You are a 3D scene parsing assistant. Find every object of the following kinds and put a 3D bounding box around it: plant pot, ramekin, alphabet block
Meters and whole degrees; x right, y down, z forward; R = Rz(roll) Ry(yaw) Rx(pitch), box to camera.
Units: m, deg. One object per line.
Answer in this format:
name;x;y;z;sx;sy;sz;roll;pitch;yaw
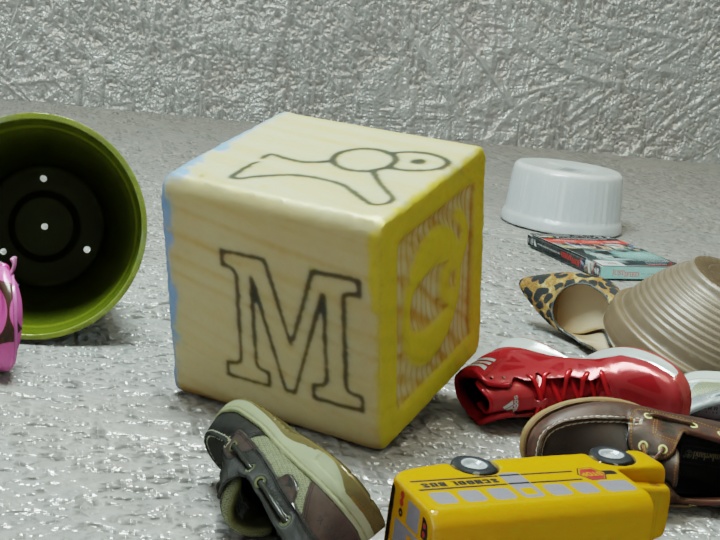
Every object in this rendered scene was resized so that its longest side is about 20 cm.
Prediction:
plant pot;-0.310;-0.043;1.237;0.198;0.203;0.193;4;1;-12
plant pot;0.338;0.051;1.211;0.199;0.093;0.201;18;24;-8
ramekin;0.332;-0.122;2.089;0.198;0.099;0.201;7;13;-2
alphabet block;-0.025;-0.001;1.055;0.198;0.198;0.195;13;30;27

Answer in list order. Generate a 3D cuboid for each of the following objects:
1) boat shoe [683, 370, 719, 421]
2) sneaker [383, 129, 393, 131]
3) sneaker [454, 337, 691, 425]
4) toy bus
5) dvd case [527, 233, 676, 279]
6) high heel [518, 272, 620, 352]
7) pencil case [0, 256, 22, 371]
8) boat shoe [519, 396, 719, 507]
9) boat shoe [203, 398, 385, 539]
boat shoe;0.361;0.124;1.081;0.200;0.075;0.065;5;18;9
sneaker;-0.004;-0.223;2.455;0.198;0.080;0.095;5;19;35
sneaker;0.165;0.110;1.069;0.199;0.079;0.115;2;15;42
toy bus;0.111;0.157;0.802;0.198;0.066;0.078;1;14;-26
dvd case;0.347;-0.021;1.826;0.145;0.022;0.200;1;13;-24
high heel;0.228;0.047;1.332;0.199;0.072;0.142;25;14;30
pencil case;-0.376;0.032;1.040;0.198;0.095;0.091;2;13;-18
boat shoe;0.219;0.136;0.941;0.198;0.071;0.070;4;9;-13
boat shoe;-0.060;0.135;0.806;0.066;0.072;0.200;-37;24;-21
